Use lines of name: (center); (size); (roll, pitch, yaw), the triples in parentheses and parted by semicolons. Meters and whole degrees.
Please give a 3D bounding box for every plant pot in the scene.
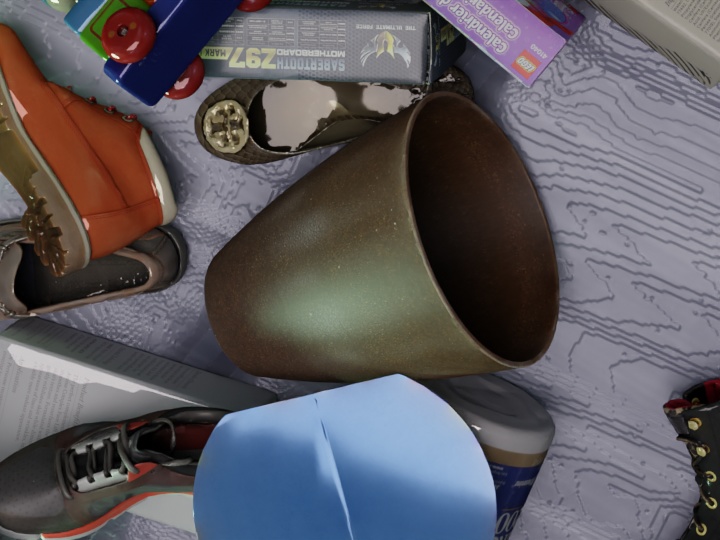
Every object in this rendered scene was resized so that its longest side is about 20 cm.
plant pot: (0.000, 0.000, 1.373); (0.200, 0.187, 0.187); (-19, 99, 30)

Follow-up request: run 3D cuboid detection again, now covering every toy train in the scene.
toy train: (-0.105, -0.210, 1.242); (0.116, 0.085, 0.200); (41, 93, 25)

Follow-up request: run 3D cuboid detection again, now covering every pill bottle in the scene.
pill bottle: (0.049, 0.172, 1.424); (0.111, 0.111, 0.200); (24, 106, 5)

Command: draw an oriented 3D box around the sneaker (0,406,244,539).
sneaker: (-0.163, 0.124, 1.377); (0.200, 0.082, 0.077); (-14, 67, -4)

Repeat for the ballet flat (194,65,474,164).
ballet flat: (-0.021, -0.110, 1.406); (0.200, 0.046, 0.067); (-4, 101, 12)

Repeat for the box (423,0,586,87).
box: (0.073, -0.181, 1.290); (0.137, 0.200, 0.039); (40, 104, 1)

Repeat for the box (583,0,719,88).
box: (0.173, -0.209, 1.322); (0.200, 0.068, 0.082); (36, 83, 2)

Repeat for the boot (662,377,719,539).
boot: (0.238, 0.158, 1.403); (0.200, 0.073, 0.151); (-17, 100, 11)

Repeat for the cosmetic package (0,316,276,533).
cosmetic package: (-0.171, 0.112, 1.476); (0.200, 0.074, 0.102); (18, 105, 4)

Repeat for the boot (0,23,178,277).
boot: (-0.207, -0.099, 1.439); (0.107, 0.075, 0.200); (-23, 75, -25)

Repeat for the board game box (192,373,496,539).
board game box: (-0.010, 0.150, 1.360); (0.200, 0.039, 0.158); (-14, 102, 7)

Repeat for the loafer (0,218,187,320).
loafer: (-0.226, 0.000, 1.464); (0.200, 0.063, 0.072); (-7, 102, 13)

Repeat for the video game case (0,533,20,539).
video game case: (-0.303, 0.126, 1.440); (0.022, 0.200, 0.182); (-40, 93, 1)

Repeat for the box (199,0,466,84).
box: (-0.039, -0.158, 1.341); (0.200, 0.158, 0.051); (2, 103, 10)
